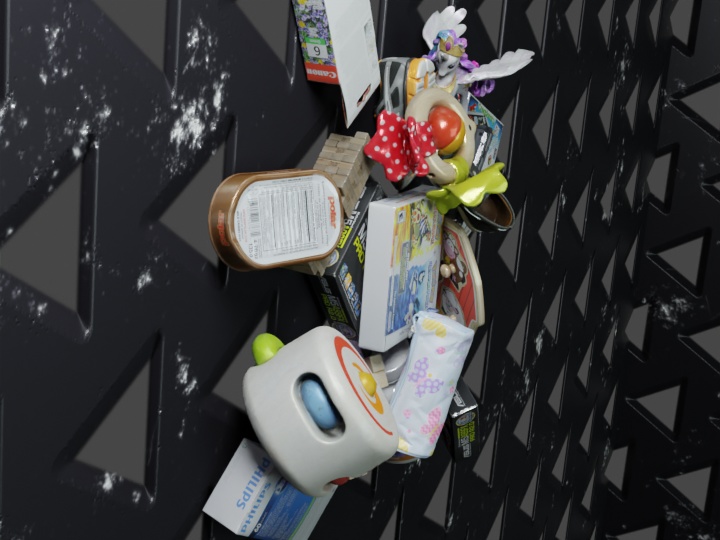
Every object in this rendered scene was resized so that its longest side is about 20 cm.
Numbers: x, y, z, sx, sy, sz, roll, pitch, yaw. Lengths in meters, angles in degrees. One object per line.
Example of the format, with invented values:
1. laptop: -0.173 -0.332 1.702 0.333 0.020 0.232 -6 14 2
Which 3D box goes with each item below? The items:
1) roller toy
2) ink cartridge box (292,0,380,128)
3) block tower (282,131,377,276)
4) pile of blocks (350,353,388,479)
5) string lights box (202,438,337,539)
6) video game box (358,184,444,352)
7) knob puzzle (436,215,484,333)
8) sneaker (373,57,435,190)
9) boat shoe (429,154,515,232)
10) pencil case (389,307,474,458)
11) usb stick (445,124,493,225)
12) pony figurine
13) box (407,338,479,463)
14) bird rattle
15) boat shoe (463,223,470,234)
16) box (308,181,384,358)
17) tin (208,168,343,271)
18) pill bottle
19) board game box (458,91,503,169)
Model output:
1. roller toy: -0.040 0.168 1.457 0.200 0.139 0.183 52 12 -36
2. ink cartridge box: -0.028 -0.289 1.483 0.201 0.050 0.109 80 31 -41
3. block tower: -0.044 -0.085 1.532 0.201 0.057 0.054 -64 152 -26
4. pile of blocks: -0.023 0.204 1.681 0.062 0.082 0.201 -11 122 -45
5. string lights box: -0.108 0.284 1.519 0.103 0.059 0.200 -59 153 -5
6. video game box: 0.060 -0.006 1.662 0.182 0.047 0.201 -28 125 -63
7. knob puzzle: 0.120 0.004 1.767 0.030 0.220 0.221 -18 124 -21
8. sneaker: 0.056 -0.208 1.679 0.078 0.077 0.201 -43 144 -51
9. boat shoe: 0.158 -0.125 1.737 0.072 0.067 0.200 -56 131 -16
10. pencil case: 0.088 0.156 1.661 0.090 0.083 0.201 11 99 -41
11. usb stick: 0.153 -0.122 1.815 0.201 0.032 0.055 -70 -165 -5
12. pony figurine: 0.141 -0.280 1.765 0.193 0.166 0.201 -44 155 -47
13. box: 0.117 0.170 1.828 0.044 0.201 0.161 -23 147 -8
14. bird rattle: 0.095 -0.165 1.597 0.199 0.112 0.164 31 55 -29
15. boat shoe: 0.140 -0.062 1.934 0.200 0.071 0.066 -51 141 -60
16. box: 0.000 0.000 1.658 0.161 0.044 0.200 -63 152 -30
17. tin: -0.092 -0.059 1.395 0.199 0.042 0.113 -12 103 -50
18. pill bottle: 0.046 0.184 1.776 0.112 0.112 0.201 -59 149 -37
19. board game box: 0.181 -0.210 1.996 0.200 0.034 0.127 23 80 -66
